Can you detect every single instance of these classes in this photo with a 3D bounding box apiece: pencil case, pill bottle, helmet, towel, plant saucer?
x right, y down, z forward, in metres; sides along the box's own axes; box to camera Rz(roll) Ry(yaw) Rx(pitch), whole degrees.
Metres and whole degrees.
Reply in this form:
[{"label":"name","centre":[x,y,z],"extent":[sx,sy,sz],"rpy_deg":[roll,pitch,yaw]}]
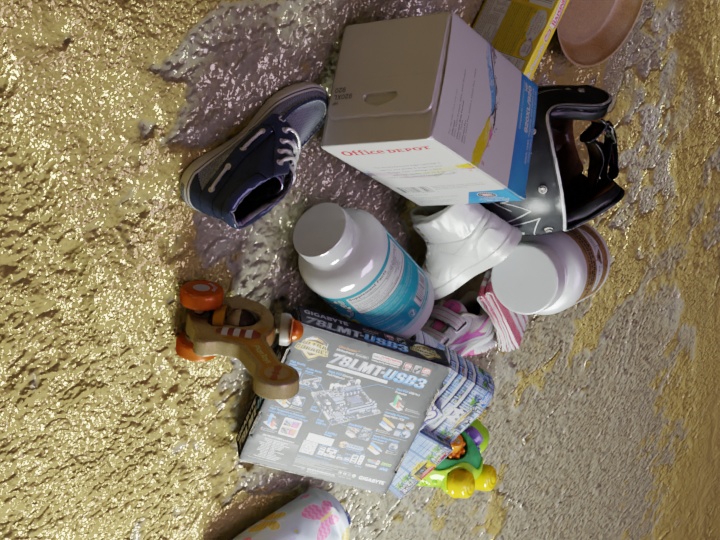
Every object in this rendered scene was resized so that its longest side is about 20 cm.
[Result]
[{"label":"pencil case","centre":[-0.107,0.359,1.406],"extent":[0.200,0.083,0.091],"rpy_deg":[-25,107,-34]},{"label":"pill bottle","centre":[0.249,-0.002,1.447],"extent":[0.200,0.114,0.115],"rpy_deg":[-16,125,-61]},{"label":"helmet","centre":[0.221,-0.136,1.371],"extent":[0.190,0.200,0.201],"rpy_deg":[-23,129,-22]},{"label":"towel","centre":[0.211,-0.005,1.528],"extent":[0.146,0.030,0.201],"rpy_deg":[59,43,-47]},{"label":"pill bottle","centre":[0.000,0.000,1.286],"extent":[0.111,0.111,0.200],"rpy_deg":[-54,140,-8]},{"label":"plant saucer","centre":[0.310,-0.371,1.454],"extent":[0.200,0.035,0.201],"rpy_deg":[-25,128,-36]}]

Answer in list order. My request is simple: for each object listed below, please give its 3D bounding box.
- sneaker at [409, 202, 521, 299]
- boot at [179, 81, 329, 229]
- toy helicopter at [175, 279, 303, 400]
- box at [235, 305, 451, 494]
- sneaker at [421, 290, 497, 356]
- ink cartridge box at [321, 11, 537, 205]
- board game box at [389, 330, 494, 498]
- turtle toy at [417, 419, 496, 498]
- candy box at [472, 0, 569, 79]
[{"label":"sneaker","centre":[0.100,-0.037,1.377],"extent":[0.115,0.200,0.074],"rpy_deg":[38,53,-12]},{"label":"boot","centre":[-0.086,-0.117,1.140],"extent":[0.200,0.090,0.073],"rpy_deg":[-43,137,-20]},{"label":"toy helicopter","centre":[-0.107,0.079,1.148],"extent":[0.132,0.200,0.079],"rpy_deg":[-3,116,-27]},{"label":"box","centre":[-0.022,0.159,1.308],"extent":[0.199,0.050,0.199],"rpy_deg":[17,112,-18]},{"label":"sneaker","centre":[0.110,0.086,1.486],"extent":[0.200,0.081,0.089],"rpy_deg":[-32,132,-41]},{"label":"ink cartridge box","centre":[0.081,-0.172,1.212],"extent":[0.200,0.147,0.145],"rpy_deg":[25,71,-51]},{"label":"board game box","centre":[0.041,0.174,1.397],"extent":[0.200,0.062,0.200],"rpy_deg":[32,112,-31]},{"label":"turtle toy","centre":[0.121,0.258,1.561],"extent":[0.200,0.145,0.102],"rpy_deg":[3,88,-60]},{"label":"candy box","centre":[0.185,-0.293,1.315],"extent":[0.026,0.102,0.201],"rpy_deg":[21,97,-49]}]
